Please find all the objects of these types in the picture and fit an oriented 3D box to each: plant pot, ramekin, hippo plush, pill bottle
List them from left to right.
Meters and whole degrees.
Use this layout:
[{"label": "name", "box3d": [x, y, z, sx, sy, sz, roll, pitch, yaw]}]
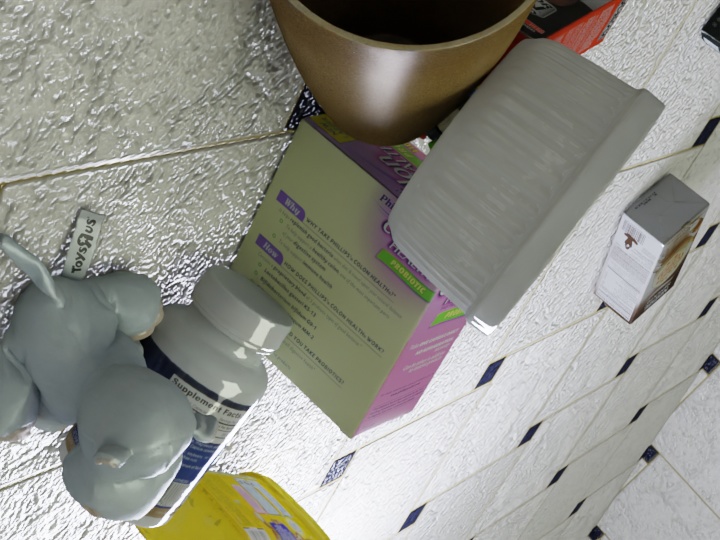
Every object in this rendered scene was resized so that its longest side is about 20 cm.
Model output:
[{"label": "hippo plush", "box3d": [-0.167, 0.080, 0.965, 0.159, 0.161, 0.200, -22, 146, -47]}, {"label": "pill bottle", "box3d": [-0.145, 0.098, 1.104, 0.200, 0.111, 0.111, -53, 158, 10]}, {"label": "plant pot", "box3d": [0.024, -0.172, 0.912, 0.186, 0.186, 0.200, -41, 164, -18]}, {"label": "ramekin", "box3d": [0.107, -0.064, 0.939, 0.200, 0.105, 0.200, -52, 176, -5]}]

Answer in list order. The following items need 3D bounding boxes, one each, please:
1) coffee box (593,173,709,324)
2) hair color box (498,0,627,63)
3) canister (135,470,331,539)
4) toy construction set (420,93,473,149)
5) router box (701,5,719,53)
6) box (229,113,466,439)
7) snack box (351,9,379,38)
[{"label": "coffee box", "box3d": [0.424, -0.029, 2.005, 0.114, 0.080, 0.200, -37, 155, -26]}, {"label": "hair color box", "box3d": [0.131, -0.209, 1.094, 0.200, 0.101, 0.061, -36, 160, -52]}, {"label": "canister", "box3d": [-0.125, 0.263, 1.368, 0.087, 0.148, 0.200, -50, 156, 5]}, {"label": "toy construction set", "box3d": [0.091, -0.123, 1.102, 0.092, 0.200, 0.131, -44, 131, 3]}, {"label": "router box", "box3d": [0.533, -0.317, 1.648, 0.200, 0.150, 0.062, -51, 159, 6]}, {"label": "box", "box3d": [0.000, 0.000, 1.130, 0.097, 0.176, 0.200, -17, 141, -52]}, {"label": "snack box", "box3d": [0.038, -0.220, 1.044, 0.200, 0.024, 0.072, -53, 159, 9]}]
